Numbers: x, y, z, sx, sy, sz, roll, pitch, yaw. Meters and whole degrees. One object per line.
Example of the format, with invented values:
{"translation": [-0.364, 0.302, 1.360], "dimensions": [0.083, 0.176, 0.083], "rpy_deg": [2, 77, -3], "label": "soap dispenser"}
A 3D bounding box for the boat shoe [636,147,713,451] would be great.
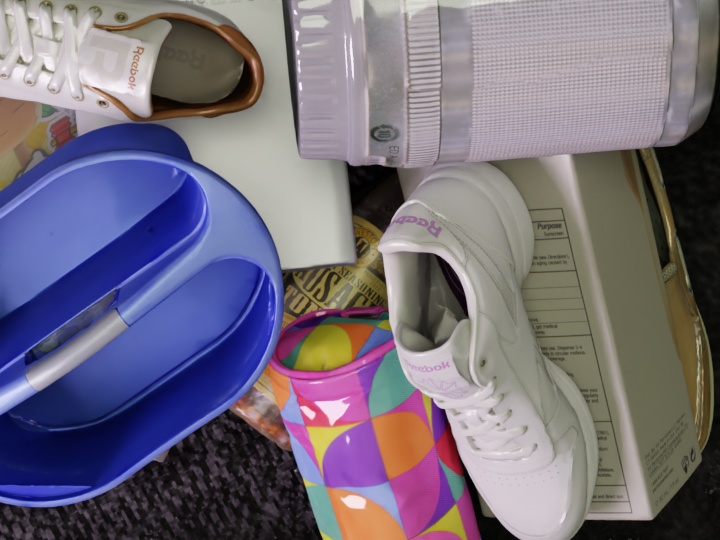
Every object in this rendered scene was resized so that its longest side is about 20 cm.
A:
{"translation": [0.143, 0.009, 1.293], "dimensions": [0.072, 0.076, 0.200], "rpy_deg": [-16, 91, -5], "label": "boat shoe"}

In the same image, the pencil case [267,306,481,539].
{"translation": [0.015, 0.113, 1.251], "dimensions": [0.088, 0.088, 0.200], "rpy_deg": [-18, 115, -3], "label": "pencil case"}

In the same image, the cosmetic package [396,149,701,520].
{"translation": [0.097, 0.022, 1.245], "dimensions": [0.105, 0.071, 0.200], "rpy_deg": [-1, 112, 32], "label": "cosmetic package"}

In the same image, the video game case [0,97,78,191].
{"translation": [-0.197, -0.021, 1.233], "dimensions": [0.023, 0.200, 0.182], "rpy_deg": [24, 87, 38], "label": "video game case"}

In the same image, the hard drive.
{"translation": [-0.077, -0.095, 1.233], "dimensions": [0.132, 0.027, 0.200], "rpy_deg": [-6, 86, 1], "label": "hard drive"}

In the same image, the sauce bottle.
{"translation": [0.000, 0.000, 1.293], "dimensions": [0.066, 0.066, 0.200], "rpy_deg": [36, 87, -2], "label": "sauce bottle"}

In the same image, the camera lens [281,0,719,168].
{"translation": [0.065, -0.131, 1.135], "dimensions": [0.200, 0.160, 0.160], "rpy_deg": [-5, 89, -3], "label": "camera lens"}

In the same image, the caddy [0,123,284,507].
{"translation": [-0.129, 0.022, 1.161], "dimensions": [0.200, 0.105, 0.141], "rpy_deg": [-35, 105, 10], "label": "caddy"}

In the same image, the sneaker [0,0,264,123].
{"translation": [-0.137, -0.111, 1.143], "dimensions": [0.200, 0.085, 0.073], "rpy_deg": [6, 101, -22], "label": "sneaker"}

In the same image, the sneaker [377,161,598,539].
{"translation": [0.052, 0.052, 1.179], "dimensions": [0.075, 0.100, 0.200], "rpy_deg": [-8, 110, 33], "label": "sneaker"}

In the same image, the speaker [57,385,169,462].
{"translation": [-0.093, -0.003, 1.281], "dimensions": [0.081, 0.081, 0.200], "rpy_deg": [28, 88, -2], "label": "speaker"}
